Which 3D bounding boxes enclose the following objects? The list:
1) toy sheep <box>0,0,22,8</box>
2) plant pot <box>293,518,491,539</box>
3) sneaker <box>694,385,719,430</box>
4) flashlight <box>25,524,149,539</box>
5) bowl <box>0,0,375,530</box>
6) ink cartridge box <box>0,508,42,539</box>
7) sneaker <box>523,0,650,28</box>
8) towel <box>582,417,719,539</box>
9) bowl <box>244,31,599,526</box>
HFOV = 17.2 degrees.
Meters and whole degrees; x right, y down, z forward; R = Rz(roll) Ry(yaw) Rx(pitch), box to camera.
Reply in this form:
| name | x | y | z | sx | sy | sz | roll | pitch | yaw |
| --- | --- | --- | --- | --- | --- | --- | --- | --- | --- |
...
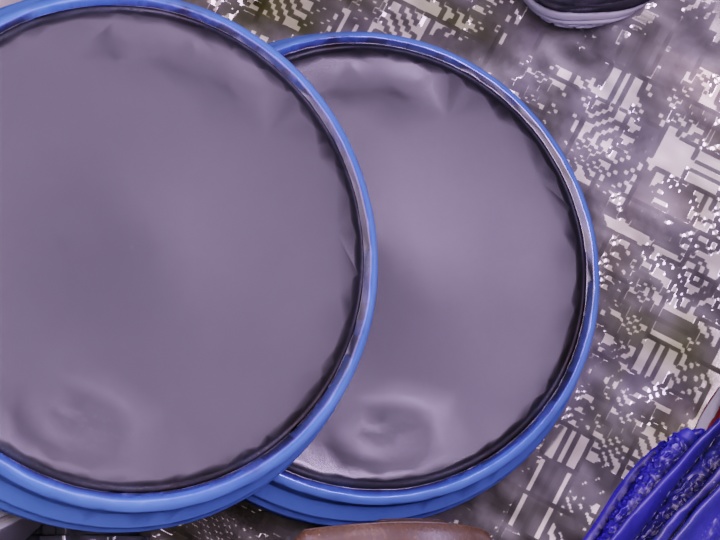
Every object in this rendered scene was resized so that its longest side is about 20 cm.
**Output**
| name | x | y | z | sx | sy | sz | roll | pitch | yaw |
| --- | --- | --- | --- | --- | --- | --- | --- | --- | --- |
| toy sheep | -0.155 | -0.140 | 0.964 | 0.138 | 0.138 | 0.200 | 25 | 87 | 9 |
| plant pot | -0.006 | 0.204 | 0.871 | 0.200 | 0.200 | 0.198 | -10 | 72 | 4 |
| sneaker | 0.168 | 0.051 | 0.909 | 0.078 | 0.116 | 0.200 | 5 | 81 | 6 |
| flashlight | -0.109 | 0.045 | 0.965 | 0.068 | 0.068 | 0.200 | 3 | 84 | -29 |
| bowl | -0.087 | -0.006 | 0.867 | 0.201 | 0.039 | 0.201 | 3 | 80 | -20 |
| ink cartridge box | -0.218 | 0.045 | 0.929 | 0.146 | 0.083 | 0.200 | -40 | 77 | 40 |
| sneaker | 0.148 | -0.174 | 0.949 | 0.200 | 0.115 | 0.075 | -32 | 79 | -1 |
| towel | 0.134 | 0.161 | 0.865 | 0.148 | 0.050 | 0.200 | -49 | 124 | -15 |
| bowl | 0.000 | 0.000 | 0.941 | 0.201 | 0.039 | 0.201 | 3 | 78 | -13 |
